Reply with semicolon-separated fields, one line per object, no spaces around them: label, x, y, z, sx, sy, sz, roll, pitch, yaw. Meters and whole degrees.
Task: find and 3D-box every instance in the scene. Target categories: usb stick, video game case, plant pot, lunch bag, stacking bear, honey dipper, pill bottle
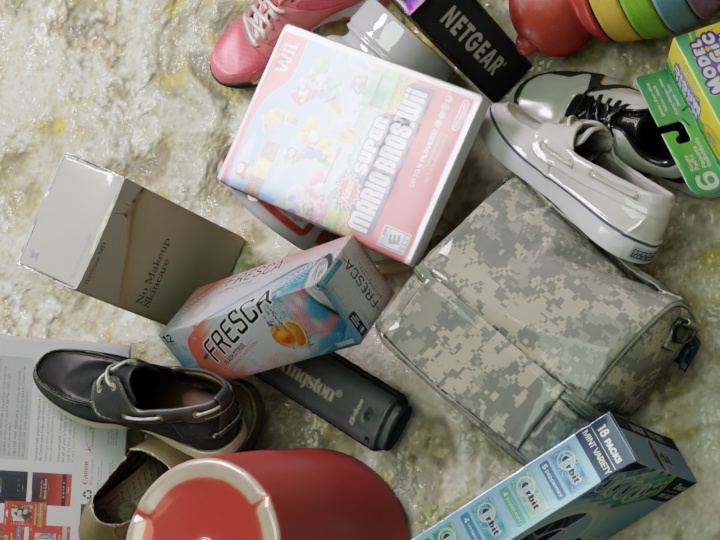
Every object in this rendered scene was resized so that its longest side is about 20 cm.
usb stick;-0.043;0.088;1.401;0.199;0.033;0.056;30;91;29
video game case;-0.009;-0.103;1.310;0.199;0.017;0.144;24;89;29
plant pot;-0.083;0.231;1.303;0.199;0.177;0.203;-6;75;25
lunch bag;0.140;0.043;1.256;0.200;0.139;0.168;41;101;29
stacking bear;0.213;-0.231;1.311;0.199;0.113;0.123;-17;70;27
honey dipper;0.000;0.000;1.399;0.198;0.038;0.038;-10;73;26
pill bottle;-0.020;-0.126;1.396;0.200;0.114;0.114;-49;62;8

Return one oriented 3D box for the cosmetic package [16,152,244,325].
cosmetic package;-0.193;-0.018;1.407;0.073;0.200;0.104;22;88;28

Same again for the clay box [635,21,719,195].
clay box;0.318;-0.139;1.218;0.198;0.048;0.116;-19;67;-9

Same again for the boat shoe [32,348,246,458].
boat shoe;-0.188;0.096;1.360;0.198;0.068;0.072;14;54;23

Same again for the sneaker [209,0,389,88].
sneaker;-0.065;-0.240;1.463;0.199;0.087;0.074;-32;64;17

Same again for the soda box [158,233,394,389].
soda box;-0.071;0.036;1.327;0.199;0.064;0.069;-19;26;43

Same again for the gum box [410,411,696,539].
gum box;0.136;0.184;1.207;0.199;0.170;0.045;-36;65;14

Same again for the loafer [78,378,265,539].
loafer;-0.156;0.166;1.384;0.076;0.068;0.200;40;71;9

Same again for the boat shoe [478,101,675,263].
boat shoe;0.166;-0.085;1.259;0.200;0.071;0.066;50;124;43

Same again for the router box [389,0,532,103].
router box;0.049;-0.231;1.337;0.051;0.200;0.149;-45;62;8

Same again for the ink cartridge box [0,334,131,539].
ink cartridge box;-0.297;0.163;1.428;0.084;0.174;0.202;148;126;-66

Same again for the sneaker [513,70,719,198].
sneaker;0.206;-0.120;1.300;0.199;0.080;0.074;21;89;31
